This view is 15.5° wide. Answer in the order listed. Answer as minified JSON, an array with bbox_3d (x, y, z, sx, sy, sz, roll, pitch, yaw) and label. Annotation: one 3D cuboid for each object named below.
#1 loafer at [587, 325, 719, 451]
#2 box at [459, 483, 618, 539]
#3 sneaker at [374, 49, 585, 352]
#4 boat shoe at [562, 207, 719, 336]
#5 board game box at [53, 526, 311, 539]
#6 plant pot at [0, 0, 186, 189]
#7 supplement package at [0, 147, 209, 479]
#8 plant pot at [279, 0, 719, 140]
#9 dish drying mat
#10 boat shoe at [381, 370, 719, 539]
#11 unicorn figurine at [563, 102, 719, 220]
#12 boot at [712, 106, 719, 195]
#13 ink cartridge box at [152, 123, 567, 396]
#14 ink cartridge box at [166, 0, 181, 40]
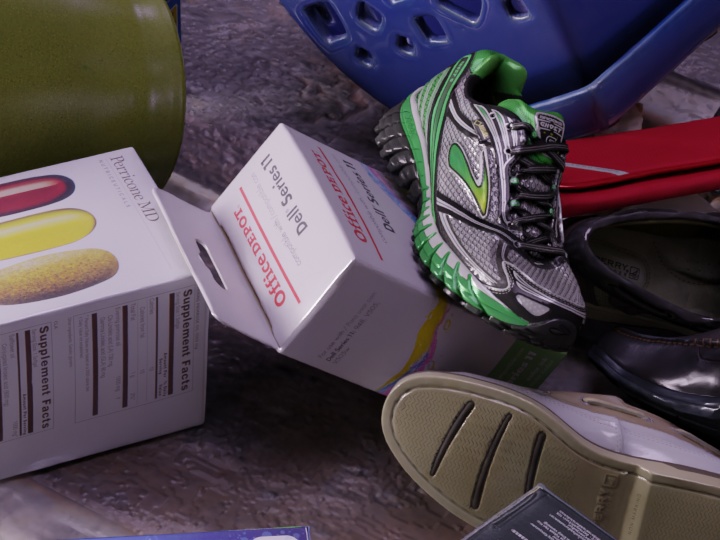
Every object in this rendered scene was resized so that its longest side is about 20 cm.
[{"bbox_3d":[0.197,0.057,1.343,0.200,0.073,0.072,23,82,49],"label":"loafer"},{"bbox_3d":[0.113,0.218,1.118,0.086,0.164,0.200,-31,53,-35],"label":"box"},{"bbox_3d":[0.070,-0.040,1.335,0.078,0.085,0.200,25,30,-39],"label":"sneaker"},{"bbox_3d":[0.196,0.006,1.402,0.200,0.066,0.072,8,83,-13],"label":"boat shoe"},{"bbox_3d":[-0.077,0.204,1.213,0.135,0.035,0.200,-2,41,-8],"label":"board game box"},{"bbox_3d":[-0.205,-0.097,1.449,0.192,0.201,0.200,-4,40,-28],"label":"plant pot"},{"bbox_3d":[-0.189,0.030,1.347,0.200,0.110,0.114,-15,45,-21],"label":"supplement package"},{"bbox_3d":[0.089,-0.174,1.520,0.200,0.180,0.200,-13,21,46],"label":"plant pot"},{"bbox_3d":[0.166,-0.062,1.438,0.200,0.018,0.077,-11,26,-26],"label":"dish drying mat"},{"bbox_3d":[0.107,0.099,1.329,0.200,0.075,0.068,22,19,2],"label":"boat shoe"},{"bbox_3d":[0.161,-0.029,1.474,0.199,0.074,0.137,9,37,9],"label":"unicorn figurine"},{"bbox_3d":[0.267,-0.124,1.590,0.070,0.200,0.132,41,0,-7],"label":"boot"},{"bbox_3d":[0.000,0.000,1.352,0.200,0.067,0.117,23,26,-40],"label":"ink cartridge box"},{"bbox_3d":[-0.181,-0.218,1.564,0.136,0.200,0.076,21,44,19],"label":"ink cartridge box"}]
